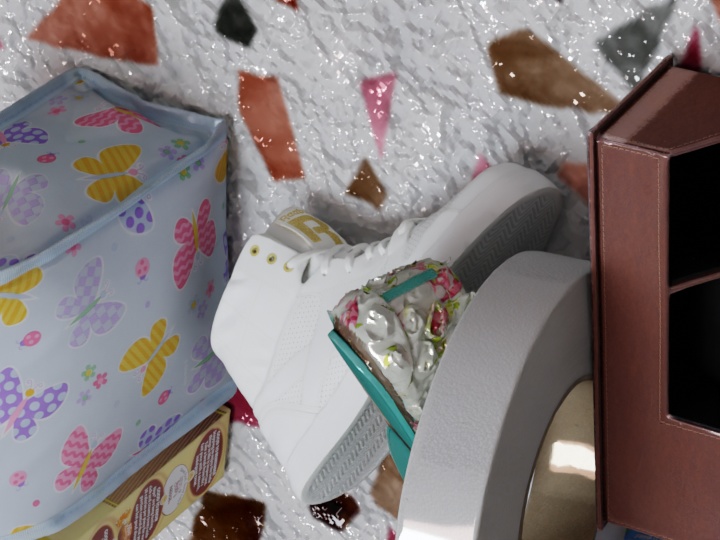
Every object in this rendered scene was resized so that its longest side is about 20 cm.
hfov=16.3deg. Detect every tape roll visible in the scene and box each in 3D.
[{"bbox_3d":[0.070,0.093,1.061,0.037,0.203,0.203,11,126,23],"label":"tape roll"}]

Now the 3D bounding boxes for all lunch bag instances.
[{"bbox_3d":[-0.161,0.021,1.208,0.127,0.200,0.170,20,131,28],"label":"lunch bag"}]

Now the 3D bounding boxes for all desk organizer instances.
[{"bbox_3d":[0.146,0.021,1.046,0.077,0.072,0.200,16,128,29],"label":"desk organizer"}]

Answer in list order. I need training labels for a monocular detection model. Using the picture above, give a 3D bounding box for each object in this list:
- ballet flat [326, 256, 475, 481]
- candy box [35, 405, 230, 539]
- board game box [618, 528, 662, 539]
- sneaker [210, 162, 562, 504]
[{"bbox_3d":[0.041,0.059,1.087,0.076,0.064,0.200,45,170,29],"label":"ballet flat"},{"bbox_3d":[-0.171,0.113,1.280,0.115,0.200,0.055,28,132,22],"label":"candy box"},{"bbox_3d":[0.197,0.182,1.142,0.200,0.037,0.151,0,118,41],"label":"board game box"},{"bbox_3d":[0.000,0.000,1.150,0.200,0.074,0.116,-52,59,28],"label":"sneaker"}]
